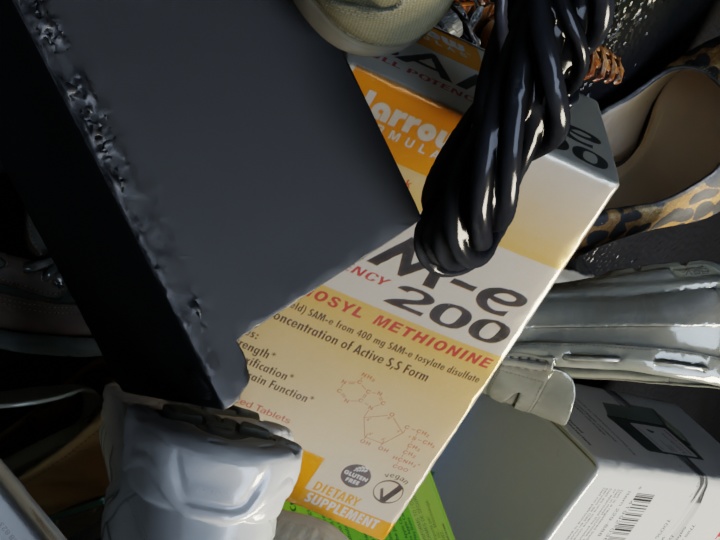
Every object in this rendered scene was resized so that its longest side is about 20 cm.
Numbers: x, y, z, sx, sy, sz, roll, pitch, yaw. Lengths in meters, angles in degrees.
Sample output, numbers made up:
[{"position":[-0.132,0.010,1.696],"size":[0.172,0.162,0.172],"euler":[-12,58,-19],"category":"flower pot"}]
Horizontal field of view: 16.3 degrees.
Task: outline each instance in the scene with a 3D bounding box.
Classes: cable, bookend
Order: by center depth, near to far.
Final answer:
[{"position":[0.063,-0.081,0.866],"size":[0.163,0.050,0.201],"euler":[-86,-168,-67],"category":"cable"},{"position":[-0.033,-0.091,0.880],"size":[0.200,0.092,0.200],"euler":[-34,106,-23],"category":"bookend"}]

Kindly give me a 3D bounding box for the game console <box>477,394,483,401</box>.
[{"position":[0.022,0.118,1.327],"size":[0.177,0.031,0.200],"euler":[-45,148,-7],"category":"game console"}]

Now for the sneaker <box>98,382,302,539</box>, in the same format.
[{"position":[-0.070,0.097,0.929],"size":[0.200,0.077,0.100],"euler":[170,-66,-88],"category":"sneaker"}]

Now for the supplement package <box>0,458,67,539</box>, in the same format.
[{"position":[-0.213,0.135,0.928],"size":[0.200,0.110,0.114],"euler":[-39,-170,-4],"category":"supplement package"}]

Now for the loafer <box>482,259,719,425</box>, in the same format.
[{"position":[0.087,0.041,1.210],"size":[0.199,0.070,0.070],"euler":[-8,174,2],"category":"loafer"}]

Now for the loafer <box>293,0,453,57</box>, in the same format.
[{"position":[-0.024,-0.160,0.792],"size":[0.076,0.068,0.200],"euler":[-43,106,-21],"category":"loafer"}]

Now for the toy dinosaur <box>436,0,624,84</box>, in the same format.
[{"position":[0.046,-0.073,1.101],"size":[0.199,0.102,0.137],"euler":[-3,112,-23],"category":"toy dinosaur"}]

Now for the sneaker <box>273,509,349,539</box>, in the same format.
[{"position":[-0.076,0.161,1.101],"size":[0.199,0.074,0.082],"euler":[-18,146,24],"category":"sneaker"}]

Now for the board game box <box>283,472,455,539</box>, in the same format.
[{"position":[-0.010,0.123,1.141],"size":[0.101,0.201,0.048],"euler":[-10,166,-45],"category":"board game box"}]

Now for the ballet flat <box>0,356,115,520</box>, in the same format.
[{"position":[-0.173,0.091,1.048],"size":[0.199,0.068,0.063],"euler":[-26,114,-36],"category":"ballet flat"}]

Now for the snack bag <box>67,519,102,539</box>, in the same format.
[{"position":[-0.165,0.168,1.015],"size":[0.188,0.021,0.200],"euler":[-32,-171,32],"category":"snack bag"}]

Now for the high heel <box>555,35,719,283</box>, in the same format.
[{"position":[0.135,-0.064,1.223],"size":[0.200,0.071,0.142],"euler":[-45,156,11],"category":"high heel"}]

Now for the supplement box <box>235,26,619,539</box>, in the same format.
[{"position":[0.000,0.000,1.026],"size":[0.125,0.074,0.201],"euler":[22,119,-17],"category":"supplement box"}]

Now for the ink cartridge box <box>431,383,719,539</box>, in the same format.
[{"position":[0.111,0.142,1.354],"size":[0.200,0.084,0.146],"euler":[14,115,-55],"category":"ink cartridge box"}]

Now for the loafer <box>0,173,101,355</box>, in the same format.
[{"position":[-0.143,-0.009,0.942],"size":[0.199,0.072,0.063],"euler":[4,113,-50],"category":"loafer"}]
